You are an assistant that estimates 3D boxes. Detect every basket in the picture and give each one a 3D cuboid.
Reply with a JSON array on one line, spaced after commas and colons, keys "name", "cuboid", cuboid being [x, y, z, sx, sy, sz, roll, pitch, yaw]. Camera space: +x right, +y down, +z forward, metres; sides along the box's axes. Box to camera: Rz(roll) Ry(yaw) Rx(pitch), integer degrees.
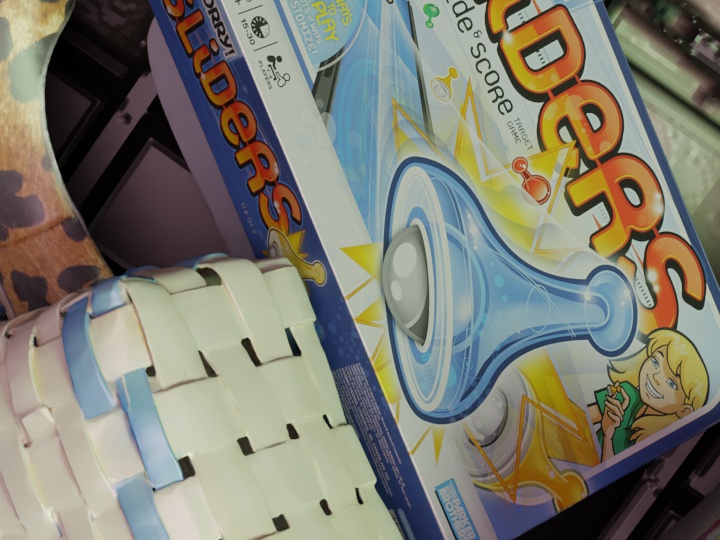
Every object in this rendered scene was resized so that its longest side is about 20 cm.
[{"name": "basket", "cuboid": [-0.087, 0.095, 0.818, 0.200, 0.139, 0.177, -26, 82, 26]}]

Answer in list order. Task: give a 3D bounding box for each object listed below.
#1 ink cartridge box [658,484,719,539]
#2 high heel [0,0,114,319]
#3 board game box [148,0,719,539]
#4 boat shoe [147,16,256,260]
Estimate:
[{"name": "ink cartridge box", "cuboid": [0.149, 0.128, 0.824, 0.085, 0.200, 0.145, -44, 90, 12]}, {"name": "high heel", "cuboid": [-0.076, -0.030, 0.903, 0.142, 0.071, 0.200, 23, 96, -7]}, {"name": "board game box", "cuboid": [0.028, -0.028, 0.861, 0.135, 0.034, 0.200, -26, 94, -37]}, {"name": "boat shoe", "cuboid": [0.000, 0.000, 0.894, 0.057, 0.069, 0.200, -29, 103, -34]}]
